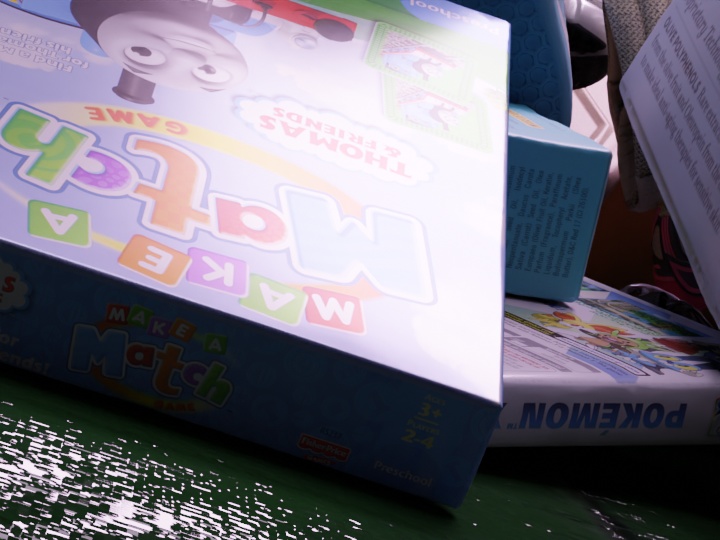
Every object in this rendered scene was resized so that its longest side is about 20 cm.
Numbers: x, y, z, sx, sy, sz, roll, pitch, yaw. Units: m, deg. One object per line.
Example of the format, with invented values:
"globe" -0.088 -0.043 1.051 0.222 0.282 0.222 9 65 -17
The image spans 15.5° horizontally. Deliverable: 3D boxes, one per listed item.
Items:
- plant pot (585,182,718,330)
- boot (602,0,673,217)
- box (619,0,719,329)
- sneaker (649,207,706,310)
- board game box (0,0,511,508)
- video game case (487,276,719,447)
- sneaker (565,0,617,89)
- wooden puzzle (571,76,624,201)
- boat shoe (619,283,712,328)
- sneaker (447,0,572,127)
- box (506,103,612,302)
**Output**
"plant pot" 0.105 -0.054 1.172 0.140 0.201 0.200 -2 14 -27
"boot" 0.172 -0.046 0.977 0.154 0.200 0.072 -17 38 2
"box" 0.218 -0.046 0.824 0.199 0.172 0.200 27 20 -16
"sneaker" 0.209 -0.008 1.080 0.199 0.075 0.081 13 12 -17
"board game box" -0.037 -0.031 0.672 0.151 0.037 0.200 18 31 -7
"video game case" 0.013 0.012 0.789 0.182 0.022 0.200 3 14 -42
"sneaker" 0.010 -0.134 1.009 0.199 0.080 0.074 19 -23 0
"wooden puzzle" 0.023 -0.072 1.036 0.185 0.037 0.200 22 41 15
"boat shoe" 0.135 0.035 0.935 0.200 0.057 0.067 22 5 32
"sneaker" 0.028 -0.141 0.881 0.079 0.201 0.131 -3 30 2
"box" -0.033 -0.037 0.794 0.199 0.049 0.082 9 11 -19
